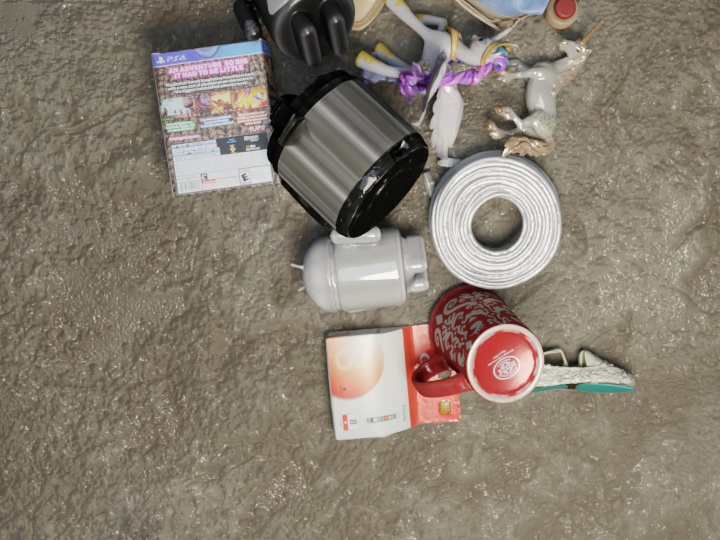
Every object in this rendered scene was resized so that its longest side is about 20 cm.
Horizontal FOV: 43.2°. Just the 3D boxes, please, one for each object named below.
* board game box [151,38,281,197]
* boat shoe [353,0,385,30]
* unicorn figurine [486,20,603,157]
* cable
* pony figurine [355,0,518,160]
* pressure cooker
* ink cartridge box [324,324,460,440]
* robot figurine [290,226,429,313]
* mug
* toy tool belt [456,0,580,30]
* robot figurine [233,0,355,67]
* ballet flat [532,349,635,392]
[{"bbox_3d":[-0.198,-0.217,1.307,0.157,0.097,0.203,-6,99,3],"label":"board game box"},{"bbox_3d":[0.022,-0.438,1.277,0.073,0.069,0.202,24,99,-2],"label":"boat shoe"},{"bbox_3d":[0.255,-0.260,1.301,0.135,0.074,0.203,5,100,-7],"label":"unicorn figurine"},{"bbox_3d":[0.198,-0.074,1.332,0.197,0.069,0.203,-9,99,3],"label":"cable"},{"bbox_3d":[0.098,-0.278,1.266,0.198,0.166,0.195,25,86,19],"label":"pony figurine"},{"bbox_3d":[-0.028,-0.167,1.225,0.200,0.176,0.178,43,69,12],"label":"pressure cooker"},{"bbox_3d":[0.051,0.170,1.388,0.196,0.050,0.165,-4,100,6],"label":"ink cartridge box"},{"bbox_3d":[0.000,0.000,1.329,0.196,0.114,0.171,-6,133,2],"label":"robot figurine"},{"bbox_3d":[0.170,0.125,1.290,0.132,0.200,0.180,25,96,-11],"label":"mug"},{"bbox_3d":[0.217,-0.393,1.245,0.197,0.123,0.127,22,91,-2],"label":"toy tool belt"},{"bbox_3d":[-0.081,-0.367,1.237,0.149,0.201,0.125,2,136,-38],"label":"robot figurine"},{"bbox_3d":[0.316,0.151,1.370,0.196,0.072,0.073,-1,100,2],"label":"ballet flat"}]
